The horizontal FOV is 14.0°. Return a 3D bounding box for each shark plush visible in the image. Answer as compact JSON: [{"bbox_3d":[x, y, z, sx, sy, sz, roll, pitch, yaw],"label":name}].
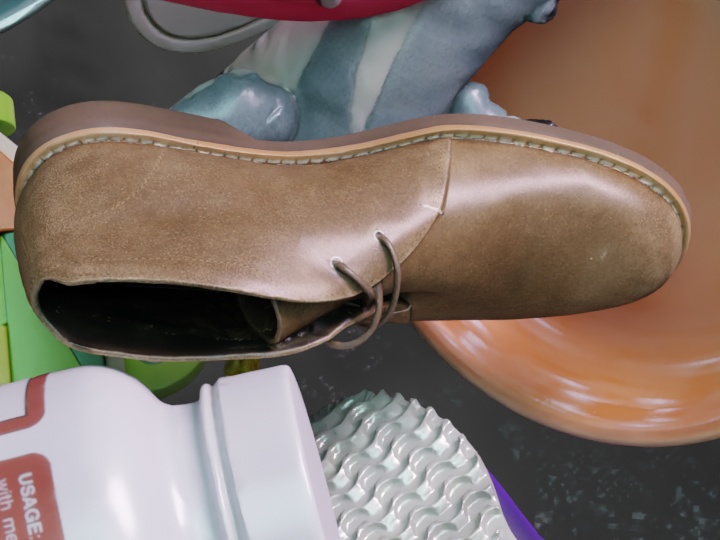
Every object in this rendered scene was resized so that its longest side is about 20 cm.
[{"bbox_3d":[0.026,-0.063,0.891,0.200,0.091,0.083,-38,94,10],"label":"shark plush"}]

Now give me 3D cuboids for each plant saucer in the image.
[{"bbox_3d":[0.085,-0.047,0.896,0.200,0.037,0.200,7,102,31],"label":"plant saucer"}]

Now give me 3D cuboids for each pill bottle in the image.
[{"bbox_3d":[-0.106,0.091,0.823,0.200,0.112,0.112,-14,77,2],"label":"pill bottle"}]

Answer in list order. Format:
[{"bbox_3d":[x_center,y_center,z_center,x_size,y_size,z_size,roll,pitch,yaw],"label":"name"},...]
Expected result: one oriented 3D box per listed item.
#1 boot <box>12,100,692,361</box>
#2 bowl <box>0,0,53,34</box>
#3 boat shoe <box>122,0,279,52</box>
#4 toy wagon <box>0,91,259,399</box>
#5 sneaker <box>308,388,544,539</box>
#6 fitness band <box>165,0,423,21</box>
[{"bbox_3d":[0.000,0.000,0.843,0.200,0.074,0.075,2,37,-7],"label":"boot"},{"bbox_3d":[-0.156,-0.143,0.919,0.201,0.105,0.201,1,76,-4],"label":"bowl"},{"bbox_3d":[0.010,-0.135,0.944,0.200,0.075,0.062,-27,47,3],"label":"boat shoe"},{"bbox_3d":[-0.129,0.019,0.914,0.200,0.040,0.155,-5,77,-5],"label":"toy wagon"},{"bbox_3d":[0.045,0.120,0.882,0.070,0.100,0.200,-40,51,-13],"label":"sneaker"},{"bbox_3d":[-0.040,-0.149,0.846,0.200,0.037,0.144,13,77,8],"label":"fitness band"}]
